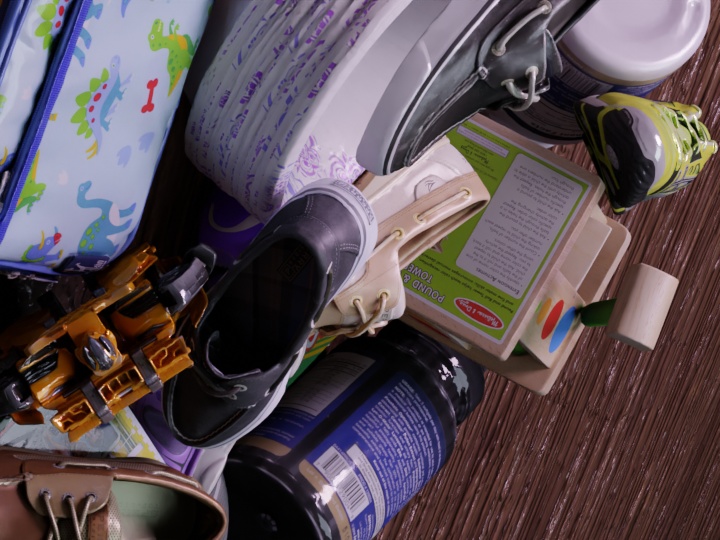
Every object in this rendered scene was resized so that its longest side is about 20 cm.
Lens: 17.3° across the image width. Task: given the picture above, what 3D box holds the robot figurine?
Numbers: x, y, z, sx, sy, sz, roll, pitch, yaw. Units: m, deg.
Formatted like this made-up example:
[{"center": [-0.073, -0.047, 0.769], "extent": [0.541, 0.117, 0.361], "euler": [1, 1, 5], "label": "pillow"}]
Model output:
[{"center": [-0.132, 0.035, 1.203], "extent": [0.144, 0.058, 0.200], "euler": [-33, -170, -4], "label": "robot figurine"}]

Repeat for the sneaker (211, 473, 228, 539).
[{"center": [-0.139, 0.196, 1.476], "extent": [0.071, 0.080, 0.202], "euler": [54, 46, -54], "label": "sneaker"}]

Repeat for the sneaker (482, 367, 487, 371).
[{"center": [0.088, -0.016, 1.699], "extent": [0.108, 0.067, 0.202], "euler": [-55, 156, -20], "label": "sneaker"}]

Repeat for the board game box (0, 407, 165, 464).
[{"center": [-0.192, 0.152, 1.310], "extent": [0.200, 0.029, 0.135], "euler": [-48, 122, -29], "label": "board game box"}]

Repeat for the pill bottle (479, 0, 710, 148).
[{"center": [0.142, -0.148, 1.554], "extent": [0.111, 0.111, 0.200], "euler": [-52, -176, -22], "label": "pill bottle"}]

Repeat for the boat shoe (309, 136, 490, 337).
[{"center": [0.000, 0.000, 1.348], "extent": [0.200, 0.069, 0.074], "euler": [-47, 173, -21], "label": "boat shoe"}]

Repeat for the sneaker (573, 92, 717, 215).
[{"center": [0.181, -0.083, 1.479], "extent": [0.076, 0.076, 0.200], "euler": [-24, 179, 5], "label": "sneaker"}]

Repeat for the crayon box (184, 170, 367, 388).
[{"center": [-0.025, -0.022, 1.500], "extent": [0.200, 0.051, 0.128], "euler": [-46, 149, -32], "label": "crayon box"}]

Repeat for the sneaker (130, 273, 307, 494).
[{"center": [-0.113, 0.082, 1.415], "extent": [0.201, 0.083, 0.081], "euler": [-55, -161, 17], "label": "sneaker"}]

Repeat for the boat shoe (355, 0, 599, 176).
[{"center": [0.077, -0.122, 1.261], "extent": [0.200, 0.064, 0.071], "euler": [-50, 170, -5], "label": "boat shoe"}]

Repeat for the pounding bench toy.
[{"center": [0.113, 0.005, 1.483], "extent": [0.125, 0.199, 0.156], "euler": [-60, 160, -4], "label": "pounding bench toy"}]

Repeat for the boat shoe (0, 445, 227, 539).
[{"center": [-0.157, 0.132, 1.271], "extent": [0.199, 0.074, 0.076], "euler": [-3, 94, -42], "label": "boat shoe"}]

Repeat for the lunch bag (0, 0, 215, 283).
[{"center": [-0.156, -0.097, 1.159], "extent": [0.160, 0.082, 0.201], "euler": [11, 103, -60], "label": "lunch bag"}]

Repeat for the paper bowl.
[{"center": [-0.022, -0.130, 1.271], "extent": [0.201, 0.104, 0.201], "euler": [-47, 169, -12], "label": "paper bowl"}]

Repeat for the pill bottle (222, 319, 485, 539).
[{"center": [-0.005, 0.116, 1.592], "extent": [0.200, 0.111, 0.112], "euler": [-41, 146, -38], "label": "pill bottle"}]

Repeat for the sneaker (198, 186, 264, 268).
[{"center": [-0.039, -0.091, 1.403], "extent": [0.200, 0.069, 0.100], "euler": [-52, 145, -32], "label": "sneaker"}]

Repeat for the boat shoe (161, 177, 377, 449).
[{"center": [-0.059, 0.035, 1.247], "extent": [0.200, 0.070, 0.066], "euler": [-48, 176, 37], "label": "boat shoe"}]
